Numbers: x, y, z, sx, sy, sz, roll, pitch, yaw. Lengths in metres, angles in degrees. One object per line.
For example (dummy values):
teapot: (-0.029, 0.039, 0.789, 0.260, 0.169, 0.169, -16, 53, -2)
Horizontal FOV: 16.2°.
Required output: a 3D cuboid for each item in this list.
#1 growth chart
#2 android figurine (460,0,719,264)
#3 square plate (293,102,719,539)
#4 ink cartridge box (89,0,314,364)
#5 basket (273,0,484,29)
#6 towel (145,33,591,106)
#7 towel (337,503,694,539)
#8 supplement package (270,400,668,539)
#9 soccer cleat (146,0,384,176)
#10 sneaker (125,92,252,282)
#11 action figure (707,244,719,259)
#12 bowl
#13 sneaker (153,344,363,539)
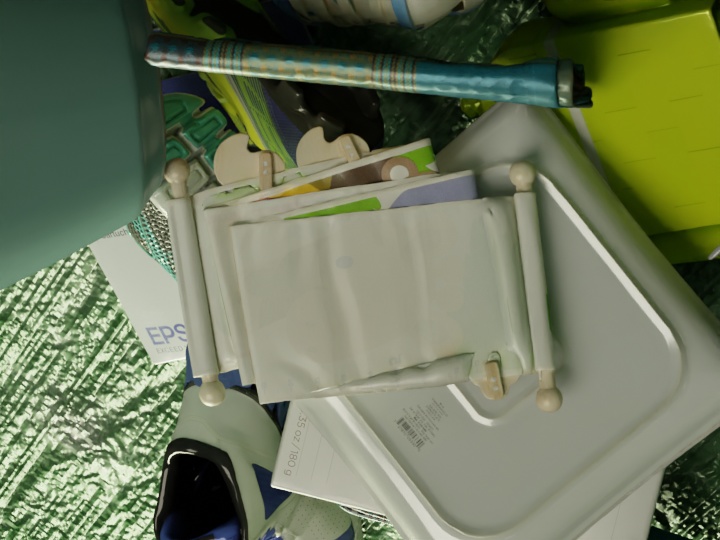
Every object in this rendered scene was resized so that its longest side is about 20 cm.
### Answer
growth chart: (0.000, 0.000, 1.266, 0.199, 0.018, 0.146, -1, 85, 5)
android figurine: (0.146, -0.079, 1.306, 0.199, 0.041, 0.183, -9, 119, 32)
square plate: (0.070, 0.042, 1.284, 0.198, 0.028, 0.200, -39, 87, 1)
ink cartridge box: (-0.081, -0.046, 1.460, 0.199, 0.041, 0.201, -10, 118, 34)
basket: (-0.008, -0.212, 1.240, 0.200, 0.139, 0.177, 33, 145, 54)
towel: (0.009, -0.098, 1.217, 0.199, 0.147, 0.022, 6, 94, 8)
towel: (0.100, 0.149, 1.442, 0.199, 0.147, 0.022, 17, 100, 18)
supplement package: (0.066, 0.076, 1.360, 0.199, 0.120, 0.122, 14, 94, 3)
soccer cleat: (-0.067, -0.110, 1.358, 0.200, 0.065, 0.084, 45, 143, 21)
sneaker: (-0.083, -0.018, 1.418, 0.091, 0.078, 0.201, 11, 136, 52)
action figure: (0.256, 0.019, 1.283, 0.129, 0.070, 0.200, -21, 126, 18)
bowl: (-0.159, -0.092, 1.273, 0.104, 0.201, 0.202, -9, 128, -12)
sneaker: (-0.074, 0.141, 1.525, 0.080, 0.116, 0.200, 4, 141, 28)
